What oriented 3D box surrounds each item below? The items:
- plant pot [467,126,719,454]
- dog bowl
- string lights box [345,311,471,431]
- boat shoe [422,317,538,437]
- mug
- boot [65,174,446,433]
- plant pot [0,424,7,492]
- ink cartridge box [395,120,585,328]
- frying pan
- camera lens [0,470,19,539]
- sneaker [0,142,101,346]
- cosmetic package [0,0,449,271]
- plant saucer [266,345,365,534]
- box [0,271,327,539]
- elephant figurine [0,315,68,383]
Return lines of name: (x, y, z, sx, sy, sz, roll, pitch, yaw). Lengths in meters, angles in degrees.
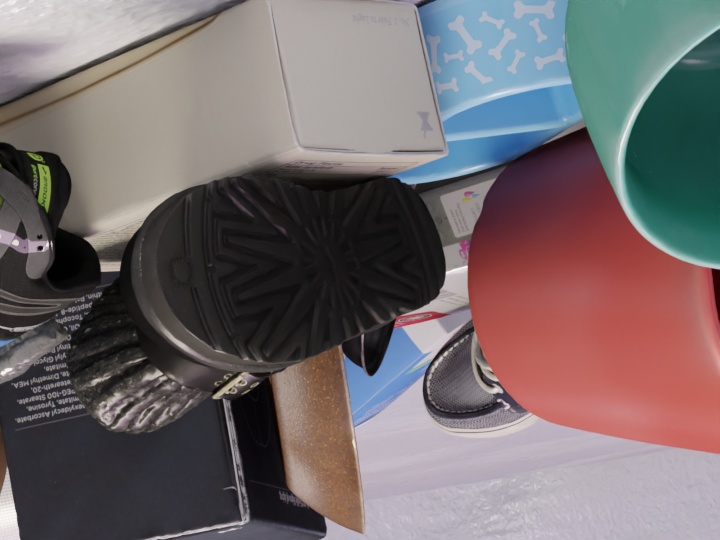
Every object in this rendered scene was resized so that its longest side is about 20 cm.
plant pot: (0.160, 0.000, 1.417, 0.200, 0.201, 0.177, -3, 178, -44)
dog bowl: (0.055, -0.086, 1.386, 0.111, 0.050, 0.200, -8, 169, -24)
string lights box: (0.010, 0.050, 1.869, 0.103, 0.059, 0.200, -30, 171, -48)
boat shoe: (0.082, 0.035, 1.594, 0.093, 0.075, 0.200, 6, 153, -43)
mug: (0.173, -0.099, 1.189, 0.185, 0.114, 0.152, -24, 136, 5)
boot: (-0.075, 0.019, 1.279, 0.158, 0.080, 0.211, -19, 171, 31)
plant pot: (-0.259, 0.069, 1.556, 0.200, 0.200, 0.175, -15, -173, 15)
ink cartridge box: (0.074, -0.032, 1.624, 0.200, 0.086, 0.148, -16, 170, 15)
frying pan: (-0.001, 0.014, 1.473, 0.031, 0.115, 0.190, 10, -149, 10)
camera lens: (-0.234, 0.127, 1.947, 0.200, 0.160, 0.160, -11, 171, -5)
sneaker: (-0.166, -0.038, 1.230, 0.083, 0.071, 0.200, -22, 146, 8)
cosmetic package: (-0.072, -0.057, 1.318, 0.200, 0.073, 0.103, -20, 168, 38)
plant saucer: (-0.031, 0.033, 1.460, 0.037, 0.201, 0.200, -10, 171, -3)
box: (-0.108, 0.052, 1.544, 0.124, 0.197, 0.200, -14, 170, 9)
elephant figurine: (-0.253, 0.030, 1.400, 0.155, 0.142, 0.200, 26, -173, -22)
